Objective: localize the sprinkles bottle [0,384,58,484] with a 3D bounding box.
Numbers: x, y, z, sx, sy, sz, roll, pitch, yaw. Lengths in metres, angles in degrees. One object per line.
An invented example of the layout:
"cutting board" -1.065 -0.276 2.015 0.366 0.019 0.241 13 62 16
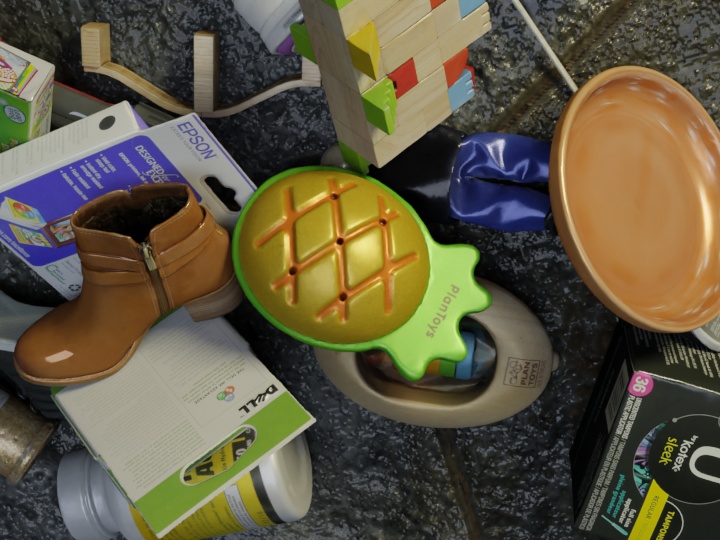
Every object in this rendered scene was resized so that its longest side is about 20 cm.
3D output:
"sprinkles bottle" -0.364 0.106 1.178 0.200 0.068 0.068 34 110 -6

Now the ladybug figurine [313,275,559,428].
"ladybug figurine" 0.062 0.057 1.104 0.199 0.072 0.136 11 110 4

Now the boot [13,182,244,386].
"boot" -0.191 0.011 1.021 0.200 0.077 0.155 -17 151 2

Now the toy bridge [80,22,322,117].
"toy bridge" -0.121 -0.156 1.073 0.199 0.027 0.067 5 111 5

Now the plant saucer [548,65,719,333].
"plant saucer" 0.208 -0.051 1.002 0.037 0.200 0.200 -19 110 52

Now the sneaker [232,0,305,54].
"sneaker" -0.024 -0.258 0.999 0.200 0.075 0.100 -45 81 11

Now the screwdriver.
"screwdriver" 0.116 -0.203 1.022 0.028 0.029 0.200 -26 108 31

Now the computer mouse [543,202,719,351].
"computer mouse" 0.225 -0.010 1.056 0.200 0.110 0.044 47 145 -19

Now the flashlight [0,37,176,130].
"flashlight" -0.242 -0.136 1.079 0.200 0.068 0.068 22 69 -5

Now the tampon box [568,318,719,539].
"tampon box" 0.284 0.144 1.078 0.200 0.126 0.150 16 112 1

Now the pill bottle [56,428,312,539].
"pill bottle" -0.150 0.175 1.153 0.200 0.111 0.112 -13 108 12

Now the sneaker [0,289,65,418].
"sneaker" -0.302 0.072 1.158 0.200 0.071 0.099 13 134 19

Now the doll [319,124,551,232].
"doll" 0.065 -0.069 1.066 0.199 0.048 0.137 9 90 7

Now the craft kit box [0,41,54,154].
"craft kit box" -0.339 -0.125 1.047 0.197 0.049 0.200 26 148 -1

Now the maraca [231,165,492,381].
"maraca" 0.000 0.000 1.017 0.200 0.107 0.137 27 79 1

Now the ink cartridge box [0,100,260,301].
"ink cartridge box" -0.173 -0.047 1.055 0.200 0.043 0.198 -18 145 13

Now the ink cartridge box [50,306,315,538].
"ink cartridge box" -0.132 0.125 1.057 0.148 0.200 0.076 -35 134 -13

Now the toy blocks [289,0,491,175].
"toy blocks" 0.035 -0.176 0.989 0.137 0.100 0.200 -38 141 -19
